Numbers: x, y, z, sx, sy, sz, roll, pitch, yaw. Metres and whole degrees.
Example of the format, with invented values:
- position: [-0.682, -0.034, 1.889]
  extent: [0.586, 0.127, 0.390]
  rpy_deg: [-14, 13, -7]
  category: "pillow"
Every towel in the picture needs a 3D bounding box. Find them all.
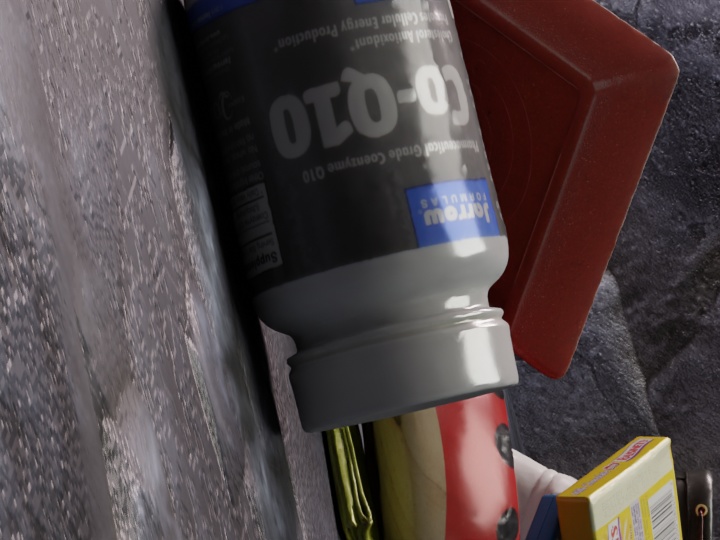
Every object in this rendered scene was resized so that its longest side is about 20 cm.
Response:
- position: [-0.006, 0.067, 1.369]
  extent: [0.086, 0.018, 0.201]
  rpy_deg: [69, 9, -52]
  category: "towel"

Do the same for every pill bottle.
- position: [-0.001, -0.038, 1.151]
  extent: [0.114, 0.113, 0.201]
  rpy_deg: [35, 41, -83]
  category: "pill bottle"

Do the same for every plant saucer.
- position: [0.059, -0.071, 1.444]
  extent: [0.200, 0.037, 0.200]
  rpy_deg: [39, -55, 33]
  category: "plant saucer"

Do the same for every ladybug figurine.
- position: [0.040, 0.095, 1.409]
  extent: [0.136, 0.072, 0.201]
  rpy_deg: [92, -8, -61]
  category: "ladybug figurine"

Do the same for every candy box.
- position: [0.147, 0.200, 1.448]
  extent: [0.102, 0.026, 0.201]
  rpy_deg: [-26, 112, -53]
  category: "candy box"

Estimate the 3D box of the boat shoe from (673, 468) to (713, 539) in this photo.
- position: [0.192, 0.214, 1.559]
  extent: [0.074, 0.063, 0.202]
  rpy_deg: [-68, 148, -80]
  category: "boat shoe"

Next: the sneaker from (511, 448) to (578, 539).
- position: [0.083, 0.198, 1.707]
  extent: [0.074, 0.115, 0.201]
  rpy_deg: [-36, 152, -57]
  category: "sneaker"

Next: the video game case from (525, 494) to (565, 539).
- position: [0.093, 0.238, 1.400]
  extent: [0.143, 0.018, 0.200]
  rpy_deg: [62, 41, -38]
  category: "video game case"
